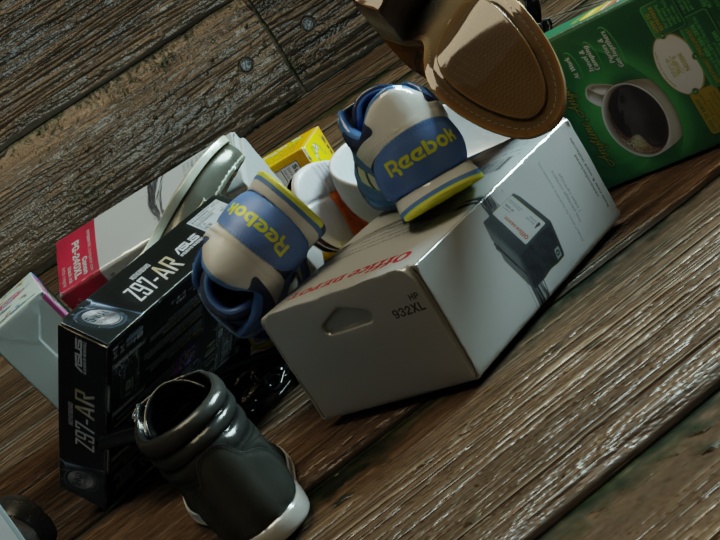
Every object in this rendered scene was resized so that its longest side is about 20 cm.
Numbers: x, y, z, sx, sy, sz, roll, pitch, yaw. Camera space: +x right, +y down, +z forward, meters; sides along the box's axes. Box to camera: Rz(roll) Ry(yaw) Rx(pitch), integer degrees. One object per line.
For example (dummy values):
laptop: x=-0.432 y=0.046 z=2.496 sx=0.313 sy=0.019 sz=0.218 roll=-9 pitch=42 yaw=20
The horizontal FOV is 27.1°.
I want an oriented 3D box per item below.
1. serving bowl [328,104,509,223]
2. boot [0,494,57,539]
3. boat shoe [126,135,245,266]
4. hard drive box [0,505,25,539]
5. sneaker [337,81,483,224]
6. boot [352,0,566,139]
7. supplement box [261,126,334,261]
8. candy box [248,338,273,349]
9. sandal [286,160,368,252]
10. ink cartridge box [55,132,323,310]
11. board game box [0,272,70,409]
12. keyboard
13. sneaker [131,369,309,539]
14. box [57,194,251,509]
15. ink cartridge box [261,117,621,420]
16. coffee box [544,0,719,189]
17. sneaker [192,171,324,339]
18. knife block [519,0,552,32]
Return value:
serving bowl: x=0.078 y=-0.076 z=1.193 sx=0.200 sy=0.066 sz=0.200 roll=-11 pitch=21 yaw=4
boot: x=-0.310 y=0.232 z=1.025 sx=0.200 sy=0.070 sz=0.132 roll=-31 pitch=16 yaw=28
boat shoe: x=-0.142 y=-0.017 z=1.216 sx=0.202 sy=0.060 sz=0.072 roll=-61 pitch=-1 yaw=-21
hard drive box: x=-0.288 y=0.172 z=0.865 sx=0.156 sy=0.200 sz=0.077 roll=-41 pitch=15 yaw=-34
sneaker: x=0.026 y=-0.085 z=0.973 sx=0.074 sy=0.082 sz=0.200 roll=-34 pitch=9 yaw=-4
boot: x=0.085 y=-0.124 z=0.966 sx=0.200 sy=0.155 sz=0.077 roll=36 pitch=92 yaw=37
supplement box: x=-0.104 y=-0.041 z=1.494 sx=0.200 sy=0.109 sz=0.110 roll=-29 pitch=12 yaw=14
candy box: x=0.000 y=0.000 z=1.216 sx=0.102 sy=0.026 sz=0.200 roll=-24 pitch=9 yaw=44
sandal: x=-0.021 y=-0.051 z=1.274 sx=0.059 sy=0.079 sz=0.207 roll=-27 pitch=-1 yaw=21
ink cartridge box: x=-0.150 y=-0.008 z=1.344 sx=0.200 sy=0.145 sz=0.083 roll=-31 pitch=38 yaw=11
board game box: x=-0.247 y=0.079 z=1.267 sx=0.064 sy=0.148 sz=0.200 roll=-45 pitch=14 yaw=-10
keyboard: x=-0.096 y=0.096 z=1.082 sx=0.104 sy=0.040 sz=0.200 roll=-21 pitch=4 yaw=31
sneaker: x=-0.091 y=0.101 z=0.889 sx=0.071 sy=0.099 sz=0.200 roll=-36 pitch=11 yaw=-10
box: x=-0.147 y=0.057 z=1.118 sx=0.043 sy=0.160 sz=0.200 roll=23 pitch=40 yaw=19
ink cartridge box: x=0.055 y=-0.001 z=0.963 sx=0.145 sy=0.084 sz=0.200 roll=-20 pitch=16 yaw=45
coffee box: x=0.199 y=-0.134 z=1.040 sx=0.200 sy=0.123 sz=0.044 roll=-24 pitch=15 yaw=42
sneaker: x=-0.079 y=0.007 z=1.027 sx=0.082 sy=0.074 sz=0.200 roll=-50 pitch=-12 yaw=-21
knife block: x=0.135 y=-0.218 z=1.424 sx=0.064 sy=0.176 sz=0.200 roll=-32 pitch=11 yaw=-3
